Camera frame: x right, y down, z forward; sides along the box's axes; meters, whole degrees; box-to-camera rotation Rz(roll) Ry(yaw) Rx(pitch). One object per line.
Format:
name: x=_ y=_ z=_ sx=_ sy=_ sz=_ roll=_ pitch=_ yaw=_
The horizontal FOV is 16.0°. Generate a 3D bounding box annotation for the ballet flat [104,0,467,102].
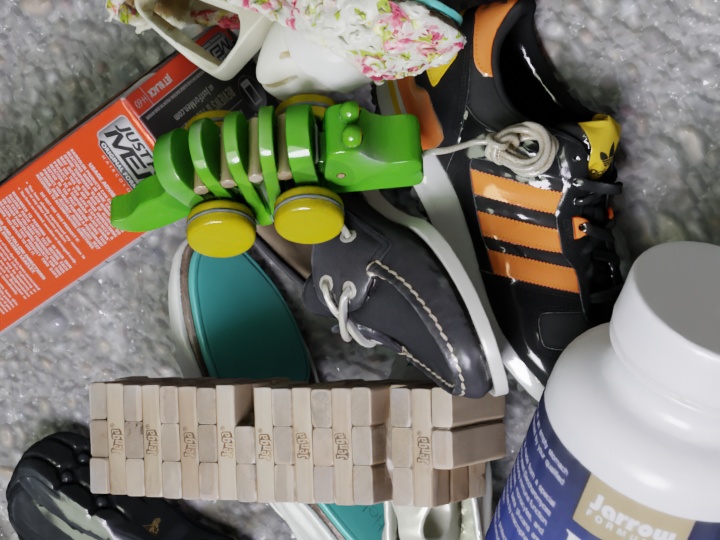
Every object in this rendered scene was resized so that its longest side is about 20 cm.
ballet flat: x=-0.038 y=-0.109 z=1.132 sx=0.199 sy=0.076 sz=0.064 roll=23 pitch=87 yaw=39

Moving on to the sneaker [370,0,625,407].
sneaker: x=0.085 y=-0.025 z=1.126 sx=0.090 sy=0.070 sz=0.201 roll=-31 pitch=86 yaw=32

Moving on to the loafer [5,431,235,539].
loafer: x=-0.103 y=0.165 z=1.340 sx=0.200 sy=0.068 sz=0.071 roll=37 pitch=134 yaw=11

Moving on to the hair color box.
hair color box: x=-0.137 y=-0.032 z=1.228 sx=0.200 sy=0.102 sz=0.061 roll=-31 pitch=99 yaw=34

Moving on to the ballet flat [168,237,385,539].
ballet flat: x=-0.047 y=0.075 z=1.268 sx=0.069 sy=0.069 sz=0.200 roll=-25 pitch=103 yaw=34

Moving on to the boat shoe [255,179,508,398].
boat shoe: x=0.000 y=0.000 z=1.132 sx=0.200 sy=0.060 sz=0.074 roll=51 pitch=159 yaw=46

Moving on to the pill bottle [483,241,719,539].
pill bottle: x=0.119 y=0.091 z=1.071 sx=0.111 sy=0.111 sz=0.201 roll=26 pitch=124 yaw=12

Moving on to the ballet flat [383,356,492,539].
ballet flat: x=0.034 y=0.133 z=1.213 sx=0.069 sy=0.069 sz=0.201 roll=0 pitch=100 yaw=27

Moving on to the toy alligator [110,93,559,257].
toy alligator: x=-0.018 y=-0.051 z=1.089 sx=0.199 sy=0.060 sz=0.054 roll=-9 pitch=148 yaw=12

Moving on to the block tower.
block tower: x=-0.035 y=0.077 z=1.170 sx=0.199 sy=0.058 sz=0.054 roll=-1 pitch=90 yaw=30
